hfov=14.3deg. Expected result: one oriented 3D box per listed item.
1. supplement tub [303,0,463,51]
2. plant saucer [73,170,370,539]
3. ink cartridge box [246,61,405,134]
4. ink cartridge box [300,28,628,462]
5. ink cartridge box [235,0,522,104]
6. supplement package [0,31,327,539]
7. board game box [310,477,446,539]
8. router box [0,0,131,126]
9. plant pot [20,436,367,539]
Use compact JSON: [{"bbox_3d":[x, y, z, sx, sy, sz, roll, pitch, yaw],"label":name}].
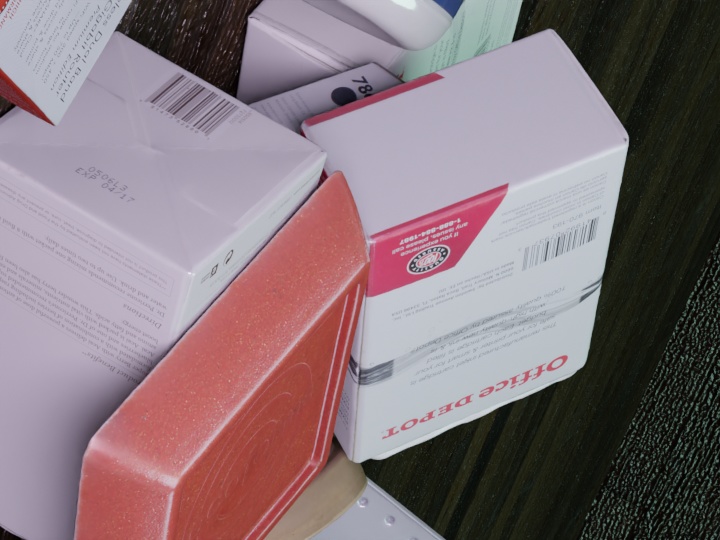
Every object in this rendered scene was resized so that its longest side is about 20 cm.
[{"bbox_3d":[0.016,-0.215,1.269,0.201,0.144,0.144,-62,167,1],"label":"supplement tub"},{"bbox_3d":[-0.060,0.083,1.296,0.200,0.037,0.200,-49,161,-37],"label":"plant saucer"},{"bbox_3d":[-0.041,-0.044,1.438,0.199,0.039,0.100,-18,146,-23],"label":"ink cartridge box"},{"bbox_3d":[0.045,-0.009,1.449,0.145,0.084,0.200,-22,149,-17],"label":"ink cartridge box"},{"bbox_3d":[0.014,-0.129,1.570,0.200,0.085,0.146,-53,164,-37],"label":"ink cartridge box"},{"bbox_3d":[-0.113,0.019,1.307,0.120,0.121,0.201,-45,159,-47],"label":"supplement package"},{"bbox_3d":[-0.040,0.200,1.710,0.200,0.200,0.026,-45,-165,21],"label":"board game box"},{"bbox_3d":[-0.107,-0.173,1.097,0.201,0.049,0.180,-60,167,-6],"label":"router box"},{"bbox_3d":[-0.104,0.114,1.514,0.200,0.093,0.201,-24,-175,2],"label":"plant pot"}]
